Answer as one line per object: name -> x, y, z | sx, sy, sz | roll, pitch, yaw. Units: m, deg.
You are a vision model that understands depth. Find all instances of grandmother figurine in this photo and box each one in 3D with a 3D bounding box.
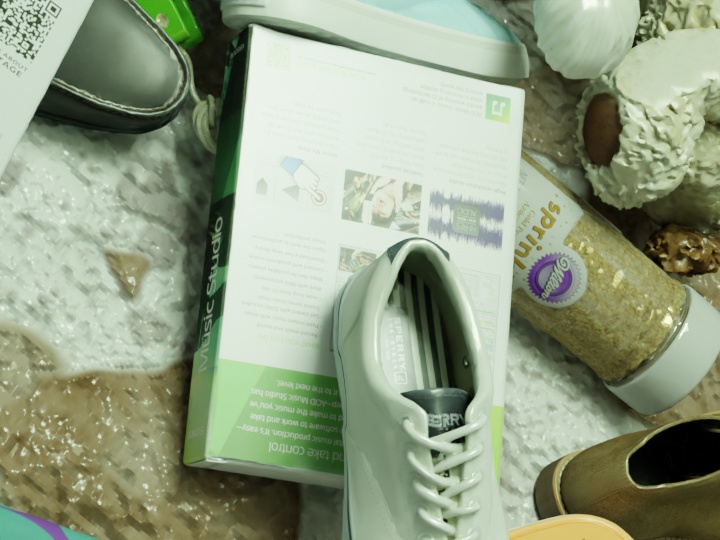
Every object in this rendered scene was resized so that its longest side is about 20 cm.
grandmother figurine -> 0.091, -0.180, 0.978 | 0.120, 0.061, 0.201 | -14, 59, -2

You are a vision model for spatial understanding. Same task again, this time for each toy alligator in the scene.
toy alligator -> -0.104, -0.142, 0.940 | 0.201, 0.059, 0.054 | 62, 3, -1

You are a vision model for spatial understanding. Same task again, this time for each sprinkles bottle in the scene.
sprinkles bottle -> 0.094, -0.009, 1.008 | 0.200, 0.068, 0.068 | 38, 48, -15

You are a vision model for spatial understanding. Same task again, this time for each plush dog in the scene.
plush dog -> 0.183, -0.096, 1.061 | 0.159, 0.172, 0.201 | 1, 59, -4

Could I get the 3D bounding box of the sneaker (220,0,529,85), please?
sneaker -> 0.019, -0.140, 0.959 | 0.199, 0.074, 0.083 | 11, 87, -50

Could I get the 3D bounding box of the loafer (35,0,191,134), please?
loafer -> -0.157, -0.123, 0.858 | 0.199, 0.072, 0.073 | 28, 74, -19

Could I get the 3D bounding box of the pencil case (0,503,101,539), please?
pencil case -> -0.141, 0.129, 0.728 | 0.199, 0.092, 0.086 | 25, 50, -25

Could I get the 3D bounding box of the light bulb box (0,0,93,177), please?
light bulb box -> -0.233, -0.074, 0.745 | 0.198, 0.125, 0.201 | 35, 49, -17

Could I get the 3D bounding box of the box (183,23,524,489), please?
box -> 0.000, 0.000, 0.902 | 0.143, 0.036, 0.202 | 11, 73, -21

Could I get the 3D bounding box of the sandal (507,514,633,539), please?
sandal -> 0.052, 0.136, 0.876 | 0.206, 0.060, 0.079 | -19, 49, -38

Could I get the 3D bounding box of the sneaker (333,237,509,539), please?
sneaker -> 0.026, 0.082, 0.815 | 0.072, 0.071, 0.201 | -8, 68, -15

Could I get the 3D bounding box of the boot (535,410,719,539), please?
boot -> 0.185, 0.103, 1.014 | 0.199, 0.075, 0.074 | -6, 68, -41
